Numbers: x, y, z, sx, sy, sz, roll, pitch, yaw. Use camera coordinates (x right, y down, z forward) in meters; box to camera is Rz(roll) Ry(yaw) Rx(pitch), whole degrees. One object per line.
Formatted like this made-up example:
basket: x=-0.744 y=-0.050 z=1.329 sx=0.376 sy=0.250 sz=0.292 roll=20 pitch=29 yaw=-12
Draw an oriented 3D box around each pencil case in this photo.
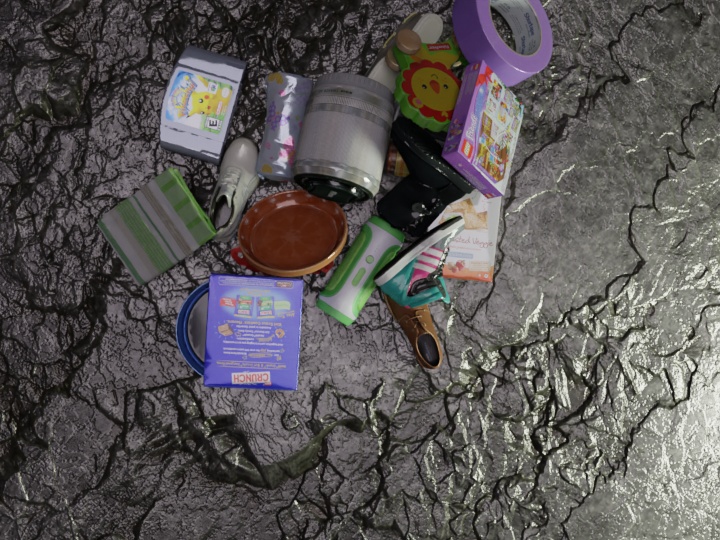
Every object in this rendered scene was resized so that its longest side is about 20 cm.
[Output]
pencil case: x=-0.140 y=-0.264 z=1.493 sx=0.090 sy=0.083 sz=0.201 roll=5 pitch=91 yaw=-23

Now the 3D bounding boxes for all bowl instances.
bowl: x=-0.242 y=0.110 z=1.514 sx=0.200 sy=0.039 sz=0.201 roll=0 pitch=91 yaw=-4

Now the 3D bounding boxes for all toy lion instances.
toy lion: x=0.143 y=-0.337 z=1.444 sx=0.200 sy=0.069 sz=0.192 roll=-14 pitch=72 yaw=-29

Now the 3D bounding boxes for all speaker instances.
speaker: x=0.000 y=0.000 z=1.508 sx=0.088 sy=0.088 sz=0.200 roll=32 pitch=88 yaw=-4

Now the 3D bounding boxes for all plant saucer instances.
plant saucer: x=-0.122 y=-0.067 z=1.474 sx=0.200 sy=0.032 sz=0.201 roll=-3 pitch=50 yaw=3

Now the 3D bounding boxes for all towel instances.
towel: x=-0.368 y=-0.078 z=1.467 sx=0.200 sy=0.031 sz=0.149 roll=-30 pitch=97 yaw=23

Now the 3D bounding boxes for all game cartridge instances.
game cartridge: x=-0.299 y=-0.310 z=1.505 sx=0.133 sy=0.040 sz=0.201 roll=15 pitch=89 yaw=-1

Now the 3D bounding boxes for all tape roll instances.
tape roll: x=0.262 y=-0.443 z=1.483 sx=0.200 sy=0.066 sz=0.201 roll=12 pitch=69 yaw=-34

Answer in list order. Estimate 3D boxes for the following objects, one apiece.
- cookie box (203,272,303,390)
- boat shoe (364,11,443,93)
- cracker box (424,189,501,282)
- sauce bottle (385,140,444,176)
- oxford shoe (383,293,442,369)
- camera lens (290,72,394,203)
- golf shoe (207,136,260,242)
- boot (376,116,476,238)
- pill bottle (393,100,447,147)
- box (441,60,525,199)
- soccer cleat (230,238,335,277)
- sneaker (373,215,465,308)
cookie box: x=-0.194 y=0.110 z=1.460 sx=0.171 sy=0.075 sz=0.201 roll=4 pitch=90 yaw=-5
boat shoe: x=0.070 y=-0.404 z=1.522 sx=0.202 sy=0.060 sz=0.072 roll=-48 pitch=132 yaw=0
cracker box: x=0.191 y=-0.084 z=1.535 sx=0.133 sy=0.058 sz=0.201 roll=6 pitch=90 yaw=-2
sauce bottle: x=0.147 y=-0.196 z=1.474 sx=0.199 sy=0.066 sz=0.066 roll=6 pitch=90 yaw=4
oxford shoe: x=0.105 y=0.094 z=1.527 sx=0.071 sy=0.071 sz=0.200 roll=-28 pitch=91 yaw=-2
camera lens: x=-0.030 y=-0.230 z=1.445 sx=0.159 sy=0.160 sz=0.201 roll=13 pitch=81 yaw=-5
golf shoe: x=-0.232 y=-0.150 z=1.483 sx=0.078 sy=0.097 sz=0.201 roll=14 pitch=89 yaw=-3
boot: x=0.084 y=-0.155 z=1.425 sx=0.200 sy=0.077 sz=0.168 roll=34 pitch=123 yaw=-27
pill bottle: x=0.160 y=-0.274 z=1.508 sx=0.199 sy=0.106 sz=0.107 roll=17 pitch=89 yaw=-5
box: x=0.218 y=-0.246 z=1.412 sx=0.137 sy=0.039 sz=0.200 roll=37 pitch=59 yaw=-35
soccer cleat: x=-0.142 y=-0.035 z=1.511 sx=0.199 sy=0.069 sz=0.085 roll=3 pitch=49 yaw=12
sneaker: x=0.135 y=0.000 z=1.467 sx=0.200 sy=0.084 sz=0.121 roll=-38 pitch=97 yaw=-7
